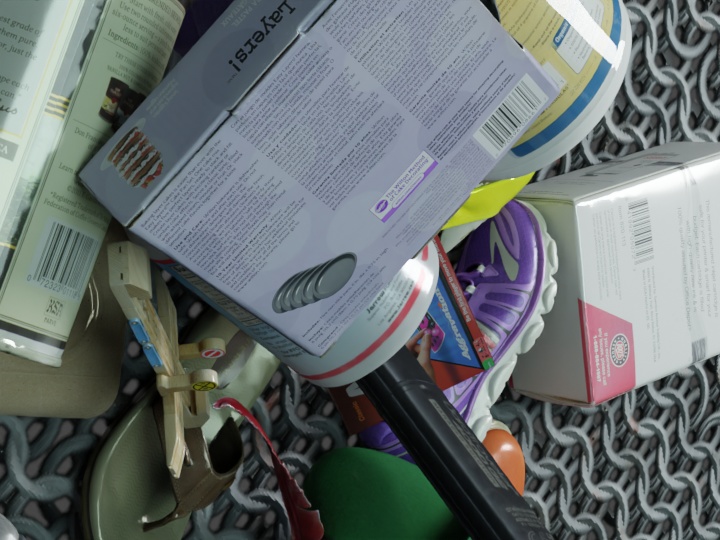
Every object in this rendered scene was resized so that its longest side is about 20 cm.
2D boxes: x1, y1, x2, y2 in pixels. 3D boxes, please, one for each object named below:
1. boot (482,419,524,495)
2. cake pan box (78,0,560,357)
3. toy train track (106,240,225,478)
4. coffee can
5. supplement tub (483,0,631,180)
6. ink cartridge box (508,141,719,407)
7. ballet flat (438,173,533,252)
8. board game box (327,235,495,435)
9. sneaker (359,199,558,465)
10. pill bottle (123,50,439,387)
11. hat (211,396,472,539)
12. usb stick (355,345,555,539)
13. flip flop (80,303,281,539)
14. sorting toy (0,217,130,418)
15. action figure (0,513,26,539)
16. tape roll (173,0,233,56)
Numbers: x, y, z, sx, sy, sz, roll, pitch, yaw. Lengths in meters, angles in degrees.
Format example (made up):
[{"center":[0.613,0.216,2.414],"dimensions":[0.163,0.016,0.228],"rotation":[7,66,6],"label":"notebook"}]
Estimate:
[{"center":[0.092,0.200,1.264],"dimensions":[0.075,0.107,0.200],"rotation":[13,84,-40],"label":"boot"},{"center":[-0.010,-0.069,0.916],"dimensions":[0.200,0.052,0.184],"rotation":[-48,146,5],"label":"cake pan box"},{"center":[-0.096,0.036,0.998],"dimensions":[0.200,0.033,0.115],"rotation":[75,7,-65],"label":"toy train track"},{"center":[-0.179,-0.071,0.911],"dimensions":[0.146,0.146,0.200],"rotation":[24,83,-41],"label":"coffee can"},{"center":[0.044,-0.157,1.047],"dimensions":[0.200,0.145,0.145],"rotation":[40,68,-41],"label":"supplement tub"},{"center":[0.195,-0.002,1.348],"dimensions":[0.200,0.083,0.147],"rotation":[-17,106,-39],"label":"ink cartridge box"},{"center":[0.030,-0.037,1.215],"dimensions":[0.200,0.067,0.067],"rotation":[-17,120,-34],"label":"ballet flat"},{"center":[0.000,0.000,1.149],"dimensions":[0.103,0.019,0.200],"rotation":[-26,119,1],"label":"board game box"},{"center":[0.062,0.038,1.239],"dimensions":[0.083,0.081,0.200],"rotation":[33,73,-33],"label":"sneaker"},{"center":[-0.059,-0.030,1.044],"dimensions":[0.200,0.109,0.109],"rotation":[40,68,-28],"label":"pill bottle"},{"center":[-0.031,0.131,1.152],"dimensions":[0.176,0.200,0.166],"rotation":[39,43,-6],"label":"hat"},{"center":[0.052,0.106,1.095],"dimensions":[0.033,0.200,0.055],"rotation":[-48,146,16],"label":"usb stick"},{"center":[-0.094,0.097,1.115],"dimensions":[0.081,0.058,0.200],"rotation":[49,63,-34],"label":"flip flop"},{"center":[-0.201,-0.021,1.026],"dimensions":[0.185,0.036,0.200],"rotation":[7,94,-42],"label":"sorting toy"},{"center":[-0.237,0.188,0.970],"dimensions":[0.193,0.105,0.200],"rotation":[8,87,-33],"label":"action figure"},{"center":[-0.036,-0.191,1.109],"dimensions":[0.200,0.066,0.200],"rotation":[-14,113,-36],"label":"tape roll"}]
